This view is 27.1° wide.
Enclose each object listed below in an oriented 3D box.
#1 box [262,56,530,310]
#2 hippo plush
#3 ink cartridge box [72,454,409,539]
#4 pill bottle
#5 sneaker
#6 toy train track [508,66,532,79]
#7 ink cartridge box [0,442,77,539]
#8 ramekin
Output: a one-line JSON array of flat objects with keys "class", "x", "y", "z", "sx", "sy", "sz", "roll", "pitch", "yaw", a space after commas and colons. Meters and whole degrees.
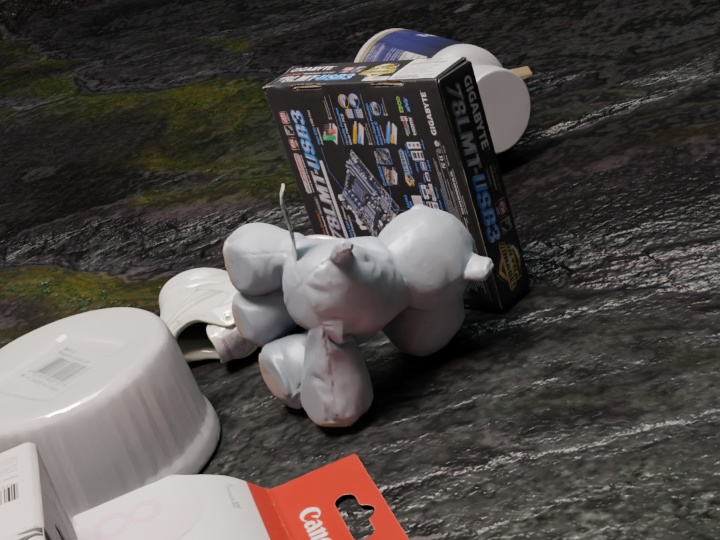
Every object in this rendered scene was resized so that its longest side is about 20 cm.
[{"class": "box", "x": 0.029, "y": -0.071, "z": 1.224, "sx": 0.197, "sy": 0.202, "sz": 0.050, "roll": 5, "pitch": 32, "yaw": 46}, {"class": "hippo plush", "x": 0.000, "y": 0.000, "z": 1.126, "sx": 0.160, "sy": 0.202, "sz": 0.159, "roll": -23, "pitch": 43, "yaw": -31}, {"class": "ink cartridge box", "x": -0.081, "y": 0.173, "z": 0.960, "sx": 0.198, "sy": 0.058, "sz": 0.163, "roll": -27, "pitch": 23, "yaw": -6}, {"class": "pill bottle", "x": 0.082, "y": -0.176, "z": 1.502, "sx": 0.110, "sy": 0.112, "sz": 0.199, "roll": -28, "pitch": 28, "yaw": -21}, {"class": "sneaker", "x": -0.079, "y": 0.035, "z": 1.261, "sx": 0.198, "sy": 0.075, "sz": 0.100, "roll": -17, "pitch": 37, "yaw": 14}, {"class": "toy train track", "x": 0.137, "y": -0.174, "z": 1.600, "sx": 0.113, "sy": 0.033, "sz": 0.201, "roll": -11, "pitch": 29, "yaw": -1}, {"class": "ink cartridge box", "x": -0.236, "y": 0.202, "z": 0.863, "sx": 0.145, "sy": 0.084, "sz": 0.200, "roll": -22, "pitch": 23, "yaw": -6}, {"class": "ramekin", "x": -0.215, "y": 0.112, "z": 1.135, "sx": 0.198, "sy": 0.099, "sz": 0.201, "roll": -16, "pitch": 23, "yaw": 7}]
